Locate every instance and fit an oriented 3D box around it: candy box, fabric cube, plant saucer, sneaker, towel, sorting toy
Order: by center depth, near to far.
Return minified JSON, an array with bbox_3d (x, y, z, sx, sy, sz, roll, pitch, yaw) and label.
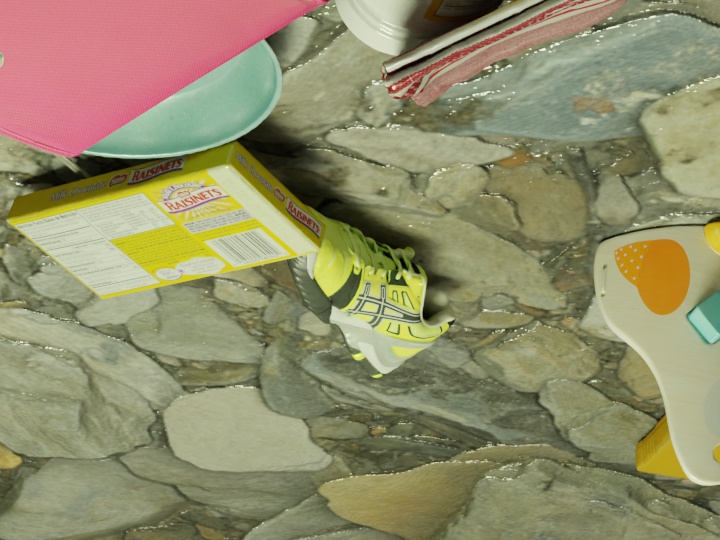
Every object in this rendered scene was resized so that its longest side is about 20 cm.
[{"bbox_3d":[-0.145,-0.205,1.262,0.195,0.201,0.199,25,144,-36],"label":"fabric cube"},{"bbox_3d":[0.084,-0.130,1.434,0.143,0.023,0.200,-25,180,6],"label":"towel"},{"bbox_3d":[-0.145,-0.133,1.577,0.198,0.036,0.200,1,152,1],"label":"plant saucer"},{"bbox_3d":[-0.129,-0.031,1.722,0.199,0.027,0.102,-11,138,37],"label":"candy box"},{"bbox_3d":[0.265,0.079,1.798,0.199,0.181,0.106,24,146,-37],"label":"sorting toy"},{"bbox_3d":[0.000,0.000,1.804,0.076,0.076,0.200,-28,148,10],"label":"sneaker"}]

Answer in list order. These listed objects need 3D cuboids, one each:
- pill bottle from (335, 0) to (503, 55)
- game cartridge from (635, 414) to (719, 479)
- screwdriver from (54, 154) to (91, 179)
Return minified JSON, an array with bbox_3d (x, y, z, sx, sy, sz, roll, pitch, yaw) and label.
[{"bbox_3d":[0.048,-0.194,1.373,0.103,0.105,0.200,10,152,-15],"label":"pill bottle"},{"bbox_3d":[0.331,0.122,2.044,0.175,0.033,0.200,9,154,-14],"label":"game cartridge"},{"bbox_3d":[-0.168,-0.055,1.751,0.029,0.028,0.200,-35,137,5],"label":"screwdriver"}]
